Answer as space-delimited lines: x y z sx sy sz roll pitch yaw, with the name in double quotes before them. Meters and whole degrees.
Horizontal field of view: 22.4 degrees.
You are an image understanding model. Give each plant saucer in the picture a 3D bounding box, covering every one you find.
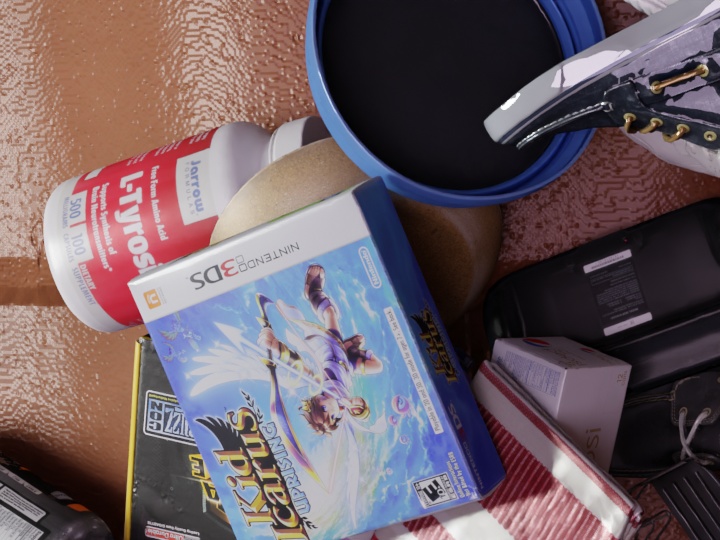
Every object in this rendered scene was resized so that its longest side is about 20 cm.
"plant saucer" 0.000 0.000 1.188 0.198 0.036 0.201 -7 133 -7

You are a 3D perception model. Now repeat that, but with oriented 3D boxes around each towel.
"towel" 0.077 0.177 1.128 0.144 0.023 0.201 43 116 30

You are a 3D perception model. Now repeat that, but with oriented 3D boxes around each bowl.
"bowl" 0.058 -0.135 1.140 0.199 0.039 0.203 5 74 -17

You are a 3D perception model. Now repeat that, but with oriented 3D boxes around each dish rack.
"dish rack" 0.191 0.215 1.190 0.154 0.054 0.200 54 136 3

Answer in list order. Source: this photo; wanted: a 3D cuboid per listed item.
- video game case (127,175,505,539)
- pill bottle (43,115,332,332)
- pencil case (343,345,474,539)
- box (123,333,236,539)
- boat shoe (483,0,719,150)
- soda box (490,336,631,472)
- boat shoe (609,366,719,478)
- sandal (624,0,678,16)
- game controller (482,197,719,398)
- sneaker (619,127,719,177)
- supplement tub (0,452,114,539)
"video game case" -0.030 0.067 1.124 0.180 0.045 0.202 -21 95 31
"pill bottle" -0.107 -0.035 1.243 0.198 0.112 0.113 -17 95 21
"pencil case" -0.001 0.134 1.206 0.085 0.084 0.201 38 110 17
"box" -0.067 0.135 1.300 0.198 0.049 0.161 10 103 17
"boat shoe" 0.174 -0.100 1.068 0.199 0.071 0.091 -28 91 19
"soda box" 0.110 0.147 1.160 0.063 0.068 0.202 23 107 44
"boat shoe" 0.227 0.097 1.179 0.198 0.068 0.073 -11 97 23
"sandal" 0.243 -0.160 1.118 0.205 0.079 0.060 27 105 7
"game controller" 0.175 0.027 1.195 0.199 0.042 0.105 -21 70 22
"sneaker" 0.246 -0.081 1.116 0.198 0.099 0.079 18 107 15
"supplement tub" -0.265 0.205 1.332 0.199 0.122 0.123 30 109 19
